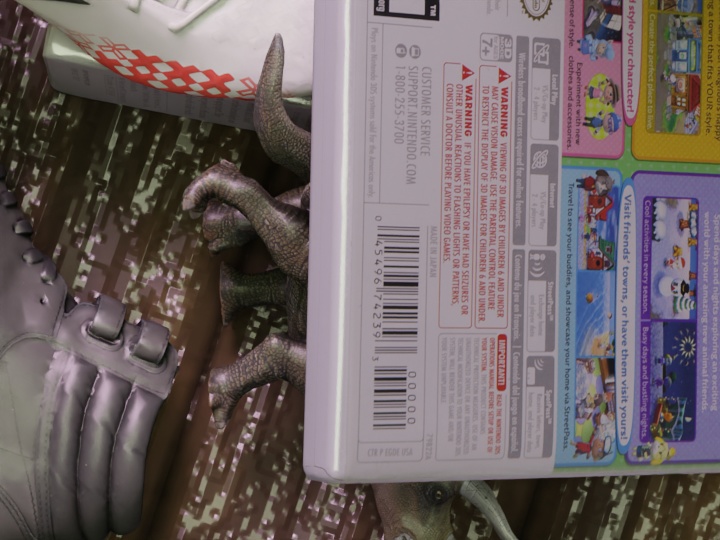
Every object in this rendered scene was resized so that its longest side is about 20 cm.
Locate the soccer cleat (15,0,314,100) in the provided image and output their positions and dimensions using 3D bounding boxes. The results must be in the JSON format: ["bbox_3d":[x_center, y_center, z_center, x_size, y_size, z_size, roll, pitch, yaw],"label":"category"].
[{"bbox_3d":[-0.087,-0.107,0.736,0.200,0.085,0.069,26,84,-1],"label":"soccer cleat"}]

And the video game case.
[{"bbox_3d":[0.066,-0.037,0.760,0.182,0.022,0.200,1,90,-31],"label":"video game case"}]

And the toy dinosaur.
[{"bbox_3d":[0.000,0.000,0.791,0.102,0.077,0.200,-1,123,4],"label":"toy dinosaur"}]

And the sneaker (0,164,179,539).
[{"bbox_3d":[-0.110,0.001,0.809,0.099,0.071,0.200,-2,89,-9],"label":"sneaker"}]

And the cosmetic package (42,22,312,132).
[{"bbox_3d":[0.003,-0.093,0.821,0.200,0.071,0.102,10,85,-4],"label":"cosmetic package"}]
